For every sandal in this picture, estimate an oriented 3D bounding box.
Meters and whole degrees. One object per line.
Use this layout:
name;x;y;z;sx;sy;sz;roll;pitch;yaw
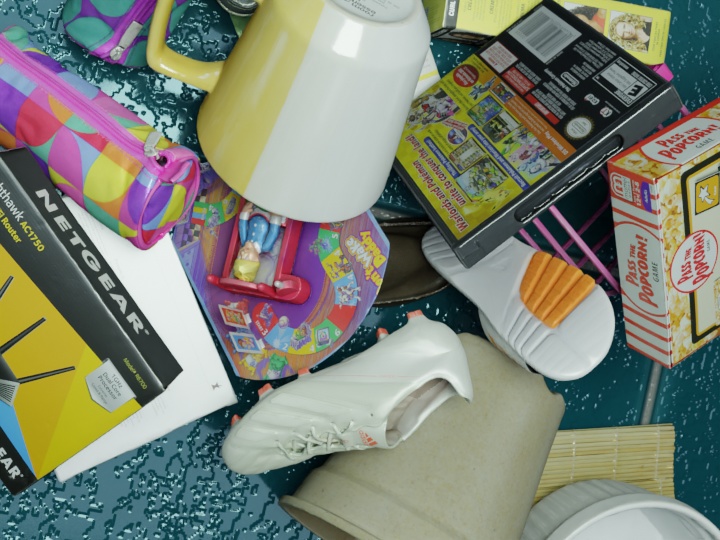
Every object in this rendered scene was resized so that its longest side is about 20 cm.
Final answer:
sandal;0.122;0.023;0.859;0.079;0.207;0.059;-34;131;-9

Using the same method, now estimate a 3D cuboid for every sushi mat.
sushi mat;0.191;0.189;1.006;0.198;0.012;0.097;-2;94;-13

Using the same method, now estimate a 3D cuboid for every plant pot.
plant pot;0.064;0.154;0.898;0.200;0.200;0.185;34;73;-12

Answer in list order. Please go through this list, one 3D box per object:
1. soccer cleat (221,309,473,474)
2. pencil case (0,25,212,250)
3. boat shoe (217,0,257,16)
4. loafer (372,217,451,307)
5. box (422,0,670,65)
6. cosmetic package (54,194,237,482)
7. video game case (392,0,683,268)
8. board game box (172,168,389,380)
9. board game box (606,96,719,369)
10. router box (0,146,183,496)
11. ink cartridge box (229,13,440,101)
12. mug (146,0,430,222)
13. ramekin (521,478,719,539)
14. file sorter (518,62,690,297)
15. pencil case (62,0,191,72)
soccer cleat;-0.012;0.104;0.819;0.199;0.069;0.078;-30;57;9
pencil case;-0.205;-0.100;0.829;0.199;0.088;0.089;33;84;13
boat shoe;-0.084;-0.288;0.841;0.072;0.062;0.202;3;110;-11
loafer;0.000;0.000;0.923;0.198;0.071;0.074;-9;94;-13
box;0.154;-0.207;0.953;0.198;0.075;0.051;6;93;-15
cosmetic package;-0.203;0.040;0.885;0.149;0.052;0.202;-22;97;-10
video game case;0.110;-0.109;0.830;0.180;0.200;0.026;-37;124;5
board game box;-0.072;-0.022;0.854;0.158;0.039;0.201;-38;64;15
board game box;0.266;-0.045;0.796;0.199;0.046;0.153;-28;123;-23
router box;-0.244;0.036;0.808;0.149;0.051;0.201;-34;95;14
ink cartridge box;-0.029;-0.203;0.922;0.144;0.048;0.202;-22;99;-11
mug;-0.039;-0.138;0.785;0.185;0.154;0.150;-3;53;-29
ramekin;0.210;0.274;0.959;0.198;0.105;0.203;-2;98;-13
file sorter;0.177;-0.062;0.900;0.139;0.200;0.126;-44;104;-9
pencil case;-0.137;-0.231;0.820;0.084;0.200;0.093;19;49;-31
